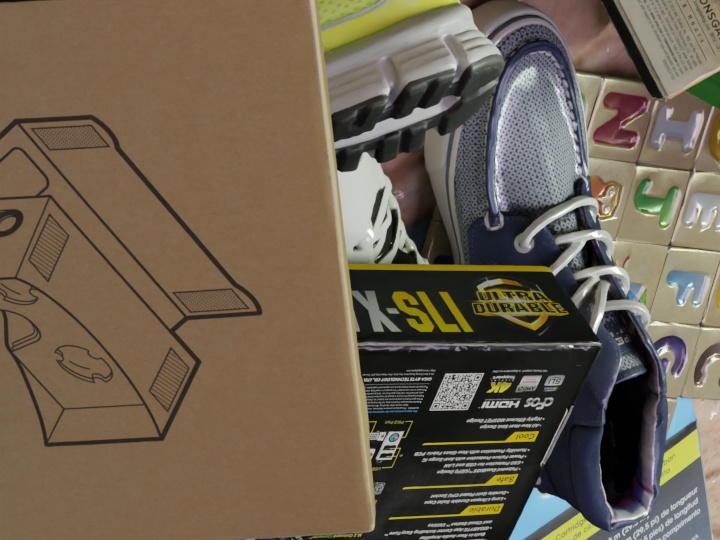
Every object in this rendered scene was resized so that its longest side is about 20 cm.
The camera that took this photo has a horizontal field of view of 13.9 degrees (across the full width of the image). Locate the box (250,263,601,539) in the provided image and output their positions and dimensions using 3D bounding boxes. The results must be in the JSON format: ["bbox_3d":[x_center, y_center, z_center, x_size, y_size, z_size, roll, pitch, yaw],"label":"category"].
[{"bbox_3d":[-0.030,0.073,1.044,0.199,0.049,0.160,0,129,-33],"label":"box"}]

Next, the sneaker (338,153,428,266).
[{"bbox_3d":[0.000,0.000,1.078,0.201,0.072,0.072,84,20,-52],"label":"sneaker"}]

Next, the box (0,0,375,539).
[{"bbox_3d":[-0.084,0.001,0.908,0.162,0.021,0.201,-3,124,5],"label":"box"}]

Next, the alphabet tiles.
[{"bbox_3d":[0.100,0.003,1.225,0.199,0.006,0.168,5,105,-41],"label":"alphabet tiles"}]

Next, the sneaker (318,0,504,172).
[{"bbox_3d":[-0.059,-0.066,0.964,0.199,0.091,0.078,-18,164,-15],"label":"sneaker"}]

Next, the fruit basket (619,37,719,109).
[{"bbox_3d":[0.195,-0.142,1.152,0.214,0.155,0.217,-14,119,-27],"label":"fruit basket"}]

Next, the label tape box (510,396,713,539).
[{"bbox_3d":[0.087,0.138,1.321,0.143,0.066,0.201,-31,124,-30],"label":"label tape box"}]

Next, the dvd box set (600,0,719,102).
[{"bbox_3d":[0.156,-0.170,1.030,0.199,0.147,0.029,-30,-174,-2],"label":"dvd box set"}]

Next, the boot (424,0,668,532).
[{"bbox_3d":[0.080,-0.001,1.140,0.072,0.090,0.201,-24,124,-29],"label":"boot"}]
